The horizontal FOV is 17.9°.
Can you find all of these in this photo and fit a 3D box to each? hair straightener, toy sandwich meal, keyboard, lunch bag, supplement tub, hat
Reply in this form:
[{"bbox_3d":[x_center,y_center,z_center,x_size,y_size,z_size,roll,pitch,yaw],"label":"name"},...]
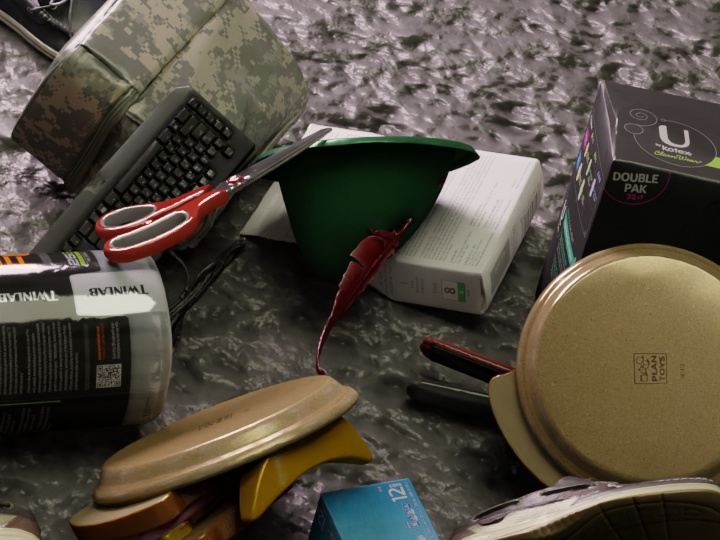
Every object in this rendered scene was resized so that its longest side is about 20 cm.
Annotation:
[{"bbox_3d":[0.126,0.118,1.662,0.200,0.041,0.077,22,68,-1],"label":"hair straightener"},{"bbox_3d":[0.196,0.081,1.609,0.205,0.070,0.206,0,75,0],"label":"toy sandwich meal"},{"bbox_3d":[-0.146,-0.023,1.650,0.127,0.021,0.200,42,78,-14],"label":"keyboard"},{"bbox_3d":[-0.145,-0.125,1.756,0.168,0.139,0.200,38,46,-1],"label":"lunch bag"},{"bbox_3d":[-0.236,0.050,1.546,0.200,0.123,0.123,-3,45,-19],"label":"supplement tub"},{"bbox_3d":[-0.086,0.134,1.495,0.205,0.205,0.070,-25,96,-36],"label":"toy sandwich meal"},{"bbox_3d":[0.000,0.000,1.690,0.200,0.166,0.176,2,80,-37],"label":"hat"}]

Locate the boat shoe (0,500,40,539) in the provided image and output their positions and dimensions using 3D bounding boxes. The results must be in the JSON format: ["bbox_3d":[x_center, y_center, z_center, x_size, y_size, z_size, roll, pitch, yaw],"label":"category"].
[{"bbox_3d":[-0.298,0.172,1.433,0.200,0.073,0.065,8,29,-15],"label":"boat shoe"}]

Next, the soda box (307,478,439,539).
[{"bbox_3d":[0.031,0.232,1.476,0.068,0.064,0.200,-7,46,-23],"label":"soda box"}]

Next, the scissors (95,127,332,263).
[{"bbox_3d":[-0.092,-0.052,1.579,0.200,0.014,0.073,-22,26,-20],"label":"scissors"}]

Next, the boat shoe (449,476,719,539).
[{"bbox_3d":[0.149,0.168,1.535,0.200,0.073,0.065,-13,34,9],"label":"boat shoe"}]

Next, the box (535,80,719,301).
[{"bbox_3d":[0.224,-0.016,1.692,0.148,0.200,0.124,12,32,-6],"label":"box"}]

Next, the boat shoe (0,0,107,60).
[{"bbox_3d":[-0.246,-0.221,1.884,0.200,0.062,0.075,32,42,15],"label":"boat shoe"}]

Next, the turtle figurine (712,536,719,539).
[{"bbox_3d":[0.253,0.208,1.553,0.149,0.101,0.200,13,47,-3],"label":"turtle figurine"}]

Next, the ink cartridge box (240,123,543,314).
[{"bbox_3d":[0.028,-0.043,1.803,0.200,0.050,0.161,8,39,19],"label":"ink cartridge box"}]
